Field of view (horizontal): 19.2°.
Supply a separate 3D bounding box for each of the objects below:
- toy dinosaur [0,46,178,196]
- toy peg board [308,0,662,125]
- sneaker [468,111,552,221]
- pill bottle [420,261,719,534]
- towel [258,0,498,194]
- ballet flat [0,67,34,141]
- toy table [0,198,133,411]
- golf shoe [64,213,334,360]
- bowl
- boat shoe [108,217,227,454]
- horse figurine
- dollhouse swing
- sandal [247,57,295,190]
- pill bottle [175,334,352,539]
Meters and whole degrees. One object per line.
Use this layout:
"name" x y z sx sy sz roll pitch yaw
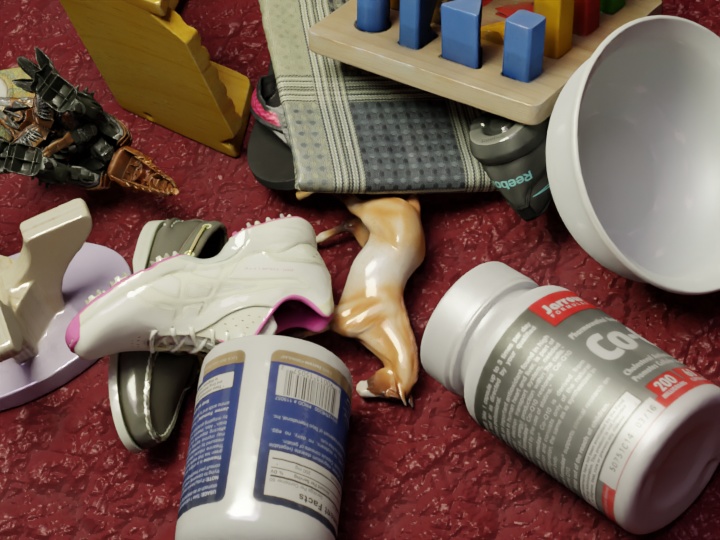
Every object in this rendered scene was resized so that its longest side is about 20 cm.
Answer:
"toy dinosaur" -0.221 -0.106 1.677 0.200 0.136 0.102 1 76 31
"toy peg board" 0.096 -0.218 1.588 0.200 0.098 0.199 21 39 27
"sneaker" 0.138 -0.112 1.604 0.075 0.079 0.200 -11 26 34
"pill bottle" 0.144 0.081 1.453 0.200 0.114 0.114 35 73 32
"towel" 0.026 -0.140 1.644 0.192 0.035 0.200 -2 58 -14
"ballet flat" -0.342 -0.114 1.762 0.200 0.071 0.071 -39 55 -10
"toy table" -0.279 0.021 1.623 0.200 0.117 0.184 -34 55 -7
"golf shoe" -0.111 0.030 1.527 0.200 0.075 0.092 -22 71 -14
"bowl" 0.201 -0.076 1.521 0.090 0.201 0.201 -13 45 53
"boat shoe" -0.141 0.044 1.592 0.060 0.072 0.202 -7 52 19
"horse figurine" 0.000 0.000 1.592 0.132 0.050 0.200 4 62 27
"dollhouse swing" -0.139 -0.235 1.696 0.182 0.200 0.176 25 67 29
"sandal" -0.056 -0.141 1.686 0.075 0.045 0.200 -11 46 16
"pill bottle" -0.068 0.155 1.472 0.111 0.111 0.200 -3 57 15
